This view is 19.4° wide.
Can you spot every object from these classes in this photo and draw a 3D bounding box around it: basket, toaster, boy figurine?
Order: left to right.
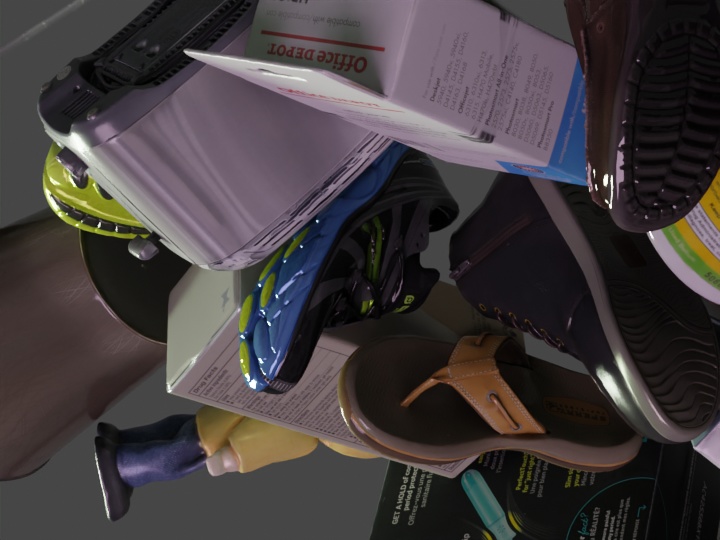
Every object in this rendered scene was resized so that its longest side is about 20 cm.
[{"bbox_3d":[-0.199,0.034,1.350,0.200,0.136,0.180,-28,132,35],"label":"basket"},{"bbox_3d":[-0.067,-0.095,1.154,0.129,0.200,0.114,53,167,-29],"label":"toaster"},{"bbox_3d":[-0.071,0.106,1.374,0.200,0.124,0.064,-12,100,-4],"label":"boy figurine"}]

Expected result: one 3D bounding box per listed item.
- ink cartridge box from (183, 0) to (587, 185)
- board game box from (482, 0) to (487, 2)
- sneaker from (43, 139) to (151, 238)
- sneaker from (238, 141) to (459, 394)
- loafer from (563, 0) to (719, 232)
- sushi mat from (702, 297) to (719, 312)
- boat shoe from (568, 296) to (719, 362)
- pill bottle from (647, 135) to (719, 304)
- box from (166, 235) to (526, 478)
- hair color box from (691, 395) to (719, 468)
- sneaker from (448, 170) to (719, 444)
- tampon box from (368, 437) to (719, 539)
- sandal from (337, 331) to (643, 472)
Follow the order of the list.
[{"bbox_3d":[0.024,-0.106,1.067,0.200,0.067,0.116,19,177,-44],"label":"ink cartridge box"},{"bbox_3d":[0.077,-0.218,0.962,0.200,0.064,0.148,-35,150,30],"label":"board game box"},{"bbox_3d":[-0.088,-0.050,1.263,0.200,0.084,0.074,18,135,-18],"label":"sneaker"},{"bbox_3d":[0.000,0.000,1.172,0.083,0.200,0.071,45,137,-8],"label":"sneaker"},{"bbox_3d":[0.141,-0.118,1.051,0.073,0.200,0.071,6,179,-32],"label":"loafer"},{"bbox_3d":[0.261,0.018,1.203,0.096,0.012,0.200,41,134,-13],"label":"sushi mat"},{"bbox_3d":[0.176,0.047,1.219,0.200,0.057,0.069,20,130,17],"label":"boat shoe"},{"bbox_3d":[0.241,-0.071,1.062,0.111,0.111,0.200,40,134,-13],"label":"pill bottle"},{"bbox_3d":[-0.008,0.047,1.255,0.200,0.078,0.095,20,135,-25],"label":"box"},{"bbox_3d":[0.276,0.043,1.124,0.099,0.061,0.200,38,106,-11],"label":"hair color box"},{"bbox_3d":[0.124,0.026,1.171,0.075,0.200,0.106,0,145,-36],"label":"sneaker"},{"bbox_3d":[0.120,0.178,1.303,0.200,0.150,0.126,-11,137,33],"label":"tampon box"},{"bbox_3d":[0.080,0.069,1.192,0.200,0.080,0.054,9,142,-23],"label":"sandal"}]
